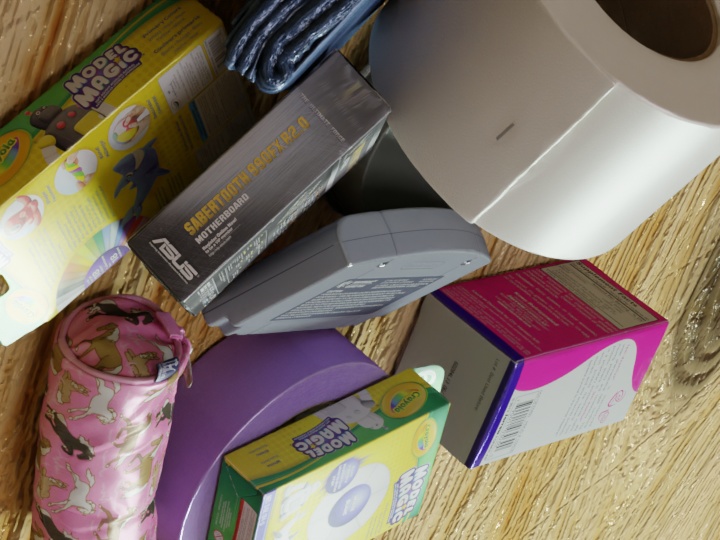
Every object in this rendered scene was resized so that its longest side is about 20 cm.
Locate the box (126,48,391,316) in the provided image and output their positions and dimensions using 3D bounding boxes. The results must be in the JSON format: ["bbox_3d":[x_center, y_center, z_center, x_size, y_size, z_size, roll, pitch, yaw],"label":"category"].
[{"bbox_3d":[-0.059,-0.046,1.283,0.158,0.048,0.200,-44,180,-4],"label":"box"}]

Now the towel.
[{"bbox_3d":[-0.023,-0.150,1.221,0.112,0.049,0.200,-45,-178,6],"label":"towel"}]

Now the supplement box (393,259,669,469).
[{"bbox_3d":[0.131,0.068,1.705,0.200,0.103,0.101,-10,130,-47],"label":"supplement box"}]

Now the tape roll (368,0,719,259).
[{"bbox_3d":[0.124,-0.126,1.276,0.202,0.203,0.139,-14,158,-45],"label":"tape roll"}]

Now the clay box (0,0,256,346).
[{"bbox_3d":[-0.152,-0.057,1.247,0.200,0.048,0.115,-41,150,-15],"label":"clay box"}]

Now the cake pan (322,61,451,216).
[{"bbox_3d":[0.063,-0.098,1.467,0.200,0.037,0.200,-28,148,-19],"label":"cake pan"}]

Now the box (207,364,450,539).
[{"bbox_3d":[-0.014,0.145,1.527,0.200,0.048,0.118,-26,142,-38],"label":"box"}]

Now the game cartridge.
[{"bbox_3d":[0.000,0.000,1.444,0.133,0.041,0.200,-23,170,27],"label":"game cartridge"}]

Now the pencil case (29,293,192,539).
[{"bbox_3d":[-0.160,0.113,1.393,0.083,0.086,0.200,-63,170,-53],"label":"pencil case"}]

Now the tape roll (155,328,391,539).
[{"bbox_3d":[-0.069,0.128,1.545,0.200,0.066,0.200,-34,147,-26],"label":"tape roll"}]
